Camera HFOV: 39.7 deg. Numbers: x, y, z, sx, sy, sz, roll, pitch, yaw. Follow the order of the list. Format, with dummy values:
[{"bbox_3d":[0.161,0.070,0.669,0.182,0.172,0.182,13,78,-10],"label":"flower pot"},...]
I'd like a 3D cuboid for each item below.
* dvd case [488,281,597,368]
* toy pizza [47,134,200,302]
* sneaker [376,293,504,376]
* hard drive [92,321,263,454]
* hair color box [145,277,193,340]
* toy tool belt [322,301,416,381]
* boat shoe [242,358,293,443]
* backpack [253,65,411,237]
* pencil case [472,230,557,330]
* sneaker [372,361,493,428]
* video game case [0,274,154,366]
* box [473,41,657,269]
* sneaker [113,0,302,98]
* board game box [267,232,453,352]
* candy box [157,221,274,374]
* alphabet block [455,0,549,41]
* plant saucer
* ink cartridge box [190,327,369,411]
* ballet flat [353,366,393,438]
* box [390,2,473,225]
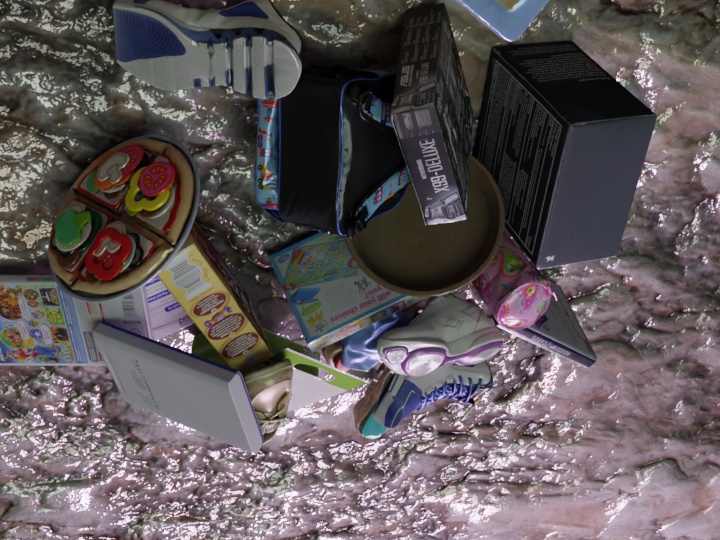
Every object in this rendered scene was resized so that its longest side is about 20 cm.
[{"bbox_3d":[0.238,0.047,1.395,0.200,0.151,0.025,26,122,-36],"label":"dvd case"},{"bbox_3d":[-0.258,-0.061,1.057,0.200,0.200,0.032,-37,143,8],"label":"toy pizza"},{"bbox_3d":[0.088,0.076,1.253,0.200,0.100,0.075,-2,146,-43],"label":"sneaker"},{"bbox_3d":[-0.213,0.137,1.168,0.025,0.200,0.132,-53,147,-36],"label":"hard drive"},{"bbox_3d":[-0.242,-0.019,1.191,0.109,0.065,0.200,-24,131,-5],"label":"hair color box"},{"bbox_3d":[0.013,0.083,1.343,0.125,0.123,0.200,9,122,-29],"label":"toy tool belt"},{"bbox_3d":[-0.112,0.160,1.195,0.072,0.065,0.200,-17,162,-21],"label":"boat shoe"},{"bbox_3d":[-0.014,-0.144,1.133,0.200,0.134,0.183,-29,126,-58],"label":"backpack"},{"bbox_3d":[0.172,-0.013,1.284,0.087,0.200,0.088,-15,135,-16],"label":"pencil case"},{"bbox_3d":[0.110,0.140,1.307,0.199,0.115,0.081,-48,169,-45],"label":"sneaker"},{"bbox_3d":[-0.351,0.061,1.190,0.199,0.018,0.143,0,134,-2],"label":"video game case"},{"bbox_3d":[0.237,-0.142,1.212,0.123,0.199,0.200,-8,130,-17],"label":"box"},{"bbox_3d":[-0.148,-0.239,1.040,0.199,0.115,0.081,12,124,5],"label":"sneaker"},{"bbox_3d":[0.000,0.000,1.263,0.200,0.135,0.034,-25,156,-3],"label":"board game box"},{"bbox_3d":[-0.176,0.016,1.129,0.056,0.117,0.200,-31,132,0],"label":"candy box"},{"bbox_3d":[0.110,-0.380,0.966,0.195,0.200,0.196,29,111,-37],"label":"alphabet block"},{"bbox_3d":[0.077,-0.063,1.231,0.200,0.200,0.029,-25,165,-3],"label":"plant saucer"},{"bbox_3d":[-0.105,0.117,1.289,0.200,0.076,0.148,-23,142,39],"label":"ink cartridge box"},{"bbox_3d":[0.051,0.156,1.456,0.068,0.067,0.200,29,110,-31],"label":"ballet flat"},{"bbox_3d":[0.085,-0.176,1.118,0.050,0.200,0.158,-7,135,17],"label":"box"}]
